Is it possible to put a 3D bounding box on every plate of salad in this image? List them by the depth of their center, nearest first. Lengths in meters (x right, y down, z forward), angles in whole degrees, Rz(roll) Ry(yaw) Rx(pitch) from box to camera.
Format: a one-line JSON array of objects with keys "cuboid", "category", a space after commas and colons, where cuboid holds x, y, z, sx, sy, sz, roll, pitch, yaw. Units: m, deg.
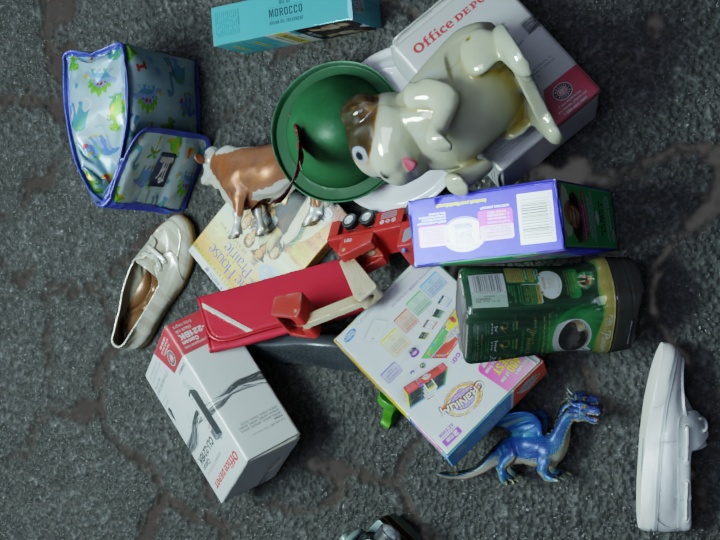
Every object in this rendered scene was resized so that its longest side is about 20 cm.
[{"cuboid": [0.047, -0.167, 1.499, 0.198, 0.048, 0.203, -5, 80, 29], "category": "plate of salad"}]

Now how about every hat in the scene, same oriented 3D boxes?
[{"cuboid": [-0.041, -0.173, 1.400, 0.164, 0.176, 0.202, -27, 72, 7], "category": "hat"}]

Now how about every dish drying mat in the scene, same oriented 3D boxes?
[{"cuboid": [-0.096, 0.041, 1.527, 0.197, 0.018, 0.078, -15, 64, -5], "category": "dish drying mat"}]

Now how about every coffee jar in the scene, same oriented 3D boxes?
[{"cuboid": [0.203, 0.041, 1.350, 0.197, 0.105, 0.086, -4, 47, -2], "category": "coffee jar"}]

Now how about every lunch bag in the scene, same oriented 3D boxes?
[{"cuboid": [-0.284, -0.176, 1.603, 0.126, 0.169, 0.203, -2, 89, 28], "category": "lunch bag"}]

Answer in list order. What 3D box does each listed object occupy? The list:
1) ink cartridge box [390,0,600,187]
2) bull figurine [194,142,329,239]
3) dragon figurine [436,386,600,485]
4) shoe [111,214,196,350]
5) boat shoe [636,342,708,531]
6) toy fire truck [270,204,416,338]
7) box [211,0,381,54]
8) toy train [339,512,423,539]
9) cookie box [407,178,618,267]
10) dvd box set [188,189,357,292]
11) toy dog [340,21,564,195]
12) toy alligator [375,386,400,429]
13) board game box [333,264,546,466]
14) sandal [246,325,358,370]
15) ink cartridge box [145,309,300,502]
[{"cuboid": [0.149, -0.213, 1.401, 0.145, 0.085, 0.201, -38, 74, -2], "category": "ink cartridge box"}, {"cuboid": [-0.119, -0.107, 1.544, 0.198, 0.065, 0.123, -11, 86, 28], "category": "bull figurine"}, {"cuboid": [0.183, 0.188, 1.424, 0.198, 0.059, 0.101, -8, 87, 27], "category": "dragon figurine"}, {"cuboid": [-0.276, 0.019, 1.665, 0.070, 0.053, 0.202, 31, 104, 24], "category": "shoe"}, {"cuboid": [0.337, 0.180, 1.344, 0.067, 0.072, 0.203, 5, 86, 6], "category": "boat shoe"}, {"cuboid": [0.000, 0.000, 1.462, 0.198, 0.049, 0.142, -10, 50, 32], "category": "toy fire truck"}, {"cuboid": [-0.079, -0.310, 1.545, 0.198, 0.082, 0.050, -5, 90, 28], "category": "box"}, {"cuboid": [-0.003, 0.377, 1.492, 0.085, 0.114, 0.201, 39, 108, 20], "category": "toy train"}, {"cuboid": [0.168, -0.047, 1.351, 0.169, 0.199, 0.076, -6, 88, 27], "category": "cookie box"}, {"cuboid": [-0.114, -0.047, 1.594, 0.200, 0.029, 0.147, -48, 70, 19], "category": "dvd box set"}, {"cuboid": [0.076, -0.167, 1.292, 0.199, 0.140, 0.195, -31, 53, 5], "category": "toy dog"}, {"cuboid": [0.065, 0.102, 1.488, 0.059, 0.054, 0.202, 33, 105, 23], "category": "toy alligator"}, {"cuboid": [0.089, 0.097, 1.429, 0.153, 0.040, 0.200, -43, 62, -5], "category": "board game box"}, {"cuboid": [-0.075, 0.086, 1.556, 0.198, 0.076, 0.043, 3, 64, 27], "category": "sandal"}, {"cuboid": [-0.174, 0.167, 1.563, 0.201, 0.083, 0.145, 55, 147, 16], "category": "ink cartridge box"}]
